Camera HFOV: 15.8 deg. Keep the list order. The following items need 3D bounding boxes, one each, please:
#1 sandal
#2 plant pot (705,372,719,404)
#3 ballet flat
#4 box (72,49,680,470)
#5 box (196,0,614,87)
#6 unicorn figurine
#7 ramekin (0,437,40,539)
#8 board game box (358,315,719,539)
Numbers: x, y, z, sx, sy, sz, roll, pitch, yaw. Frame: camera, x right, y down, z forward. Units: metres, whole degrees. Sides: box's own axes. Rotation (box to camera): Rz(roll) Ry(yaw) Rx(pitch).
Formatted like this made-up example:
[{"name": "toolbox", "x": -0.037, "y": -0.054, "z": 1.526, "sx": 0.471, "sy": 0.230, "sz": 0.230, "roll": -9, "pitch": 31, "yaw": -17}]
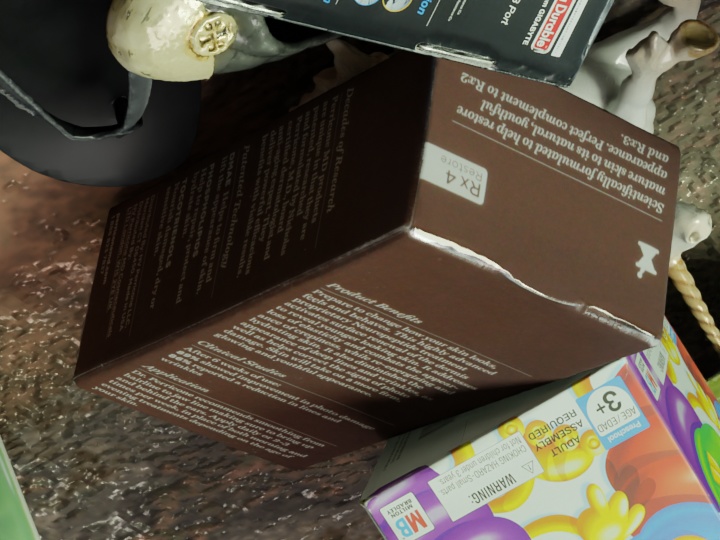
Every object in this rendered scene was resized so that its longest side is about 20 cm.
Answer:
[{"name": "sandal", "x": -0.097, "y": -0.082, "z": 0.784, "sx": 0.076, "sy": 0.043, "sz": 0.200, "roll": -19, "pitch": 145, "yaw": 1}, {"name": "plant pot", "x": 0.148, "y": 0.144, "z": 1.013, "sx": 0.199, "sy": 0.190, "sz": 0.200, "roll": -30, "pitch": 173, "yaw": -4}, {"name": "ballet flat", "x": 0.019, "y": -0.101, "z": 0.777, "sx": 0.199, "sy": 0.057, "sz": 0.067, "roll": -21, "pitch": 143, "yaw": -10}, {"name": "box", "x": 0.000, "y": 0.000, "z": 0.843, "sx": 0.100, "sy": 0.075, "sz": 0.200, "roll": 24, "pitch": 154, "yaw": -29}, {"name": "box", "x": 0.027, "y": -0.155, "z": 0.683, "sx": 0.158, "sy": 0.046, "sz": 0.201, "roll": 9, "pitch": 118, "yaw": -33}, {"name": "unicorn figurine", "x": 0.067, "y": -0.051, "z": 0.887, "sx": 0.199, "sy": 0.074, "sz": 0.137, "roll": 13, "pitch": 147, "yaw": -16}, {"name": "ramekin", "x": -0.154, "y": 0.129, "z": 0.923, "sx": 0.097, "sy": 0.200, "sz": 0.200, "roll": -20, "pitch": 146, "yaw": -9}, {"name": "board game box", "x": 0.101, "y": 0.121, "z": 0.878, "sx": 0.103, "sy": 0.200, "sz": 0.105, "roll": -30, "pitch": -172, "yaw": 15}]
